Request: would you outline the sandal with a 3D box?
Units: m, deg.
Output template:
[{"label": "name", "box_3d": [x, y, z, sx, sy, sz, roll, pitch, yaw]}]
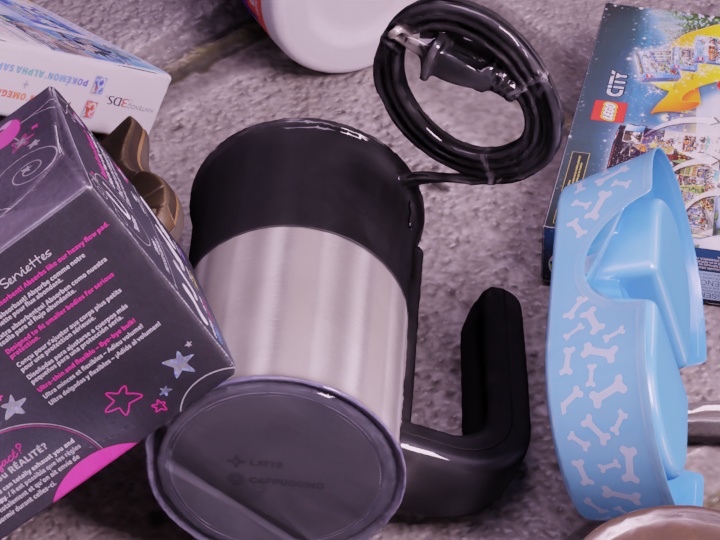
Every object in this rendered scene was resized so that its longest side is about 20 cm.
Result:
[{"label": "sandal", "box_3d": [-0.116, -0.024, 1.395, 0.082, 0.055, 0.200, -45, 21, -3]}]

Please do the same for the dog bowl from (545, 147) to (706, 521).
[{"label": "dog bowl", "box_3d": [0.121, 0.032, 1.267, 0.049, 0.112, 0.200, -9, 40, 17]}]

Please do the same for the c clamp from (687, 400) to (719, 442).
[{"label": "c clamp", "box_3d": [0.148, 0.123, 1.257, 0.170, 0.027, 0.200, 5, 40, 6]}]

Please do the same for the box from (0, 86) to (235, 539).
[{"label": "box", "box_3d": [-0.176, 0.034, 1.222, 0.200, 0.115, 0.132, -35, 27, 2]}]

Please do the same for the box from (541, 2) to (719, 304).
[{"label": "box", "box_3d": [0.179, -0.062, 1.465, 0.136, 0.038, 0.200, 8, 41, 11]}]

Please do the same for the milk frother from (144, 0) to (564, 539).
[{"label": "milk frother", "box_3d": [0.000, 0.000, 1.279, 0.180, 0.200, 0.188, 3, 41, 1]}]

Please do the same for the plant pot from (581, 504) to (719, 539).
[{"label": "plant pot", "box_3d": [0.117, 0.191, 1.048, 0.187, 0.200, 0.187, -2, 41, 1]}]

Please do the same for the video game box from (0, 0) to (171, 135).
[{"label": "video game box", "box_3d": [-0.231, -0.134, 1.490, 0.200, 0.047, 0.182, 29, 14, 31]}]

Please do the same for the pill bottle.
[{"label": "pill bottle", "box_3d": [-0.042, -0.209, 1.590, 0.111, 0.112, 0.200, -19, 43, -19]}]
